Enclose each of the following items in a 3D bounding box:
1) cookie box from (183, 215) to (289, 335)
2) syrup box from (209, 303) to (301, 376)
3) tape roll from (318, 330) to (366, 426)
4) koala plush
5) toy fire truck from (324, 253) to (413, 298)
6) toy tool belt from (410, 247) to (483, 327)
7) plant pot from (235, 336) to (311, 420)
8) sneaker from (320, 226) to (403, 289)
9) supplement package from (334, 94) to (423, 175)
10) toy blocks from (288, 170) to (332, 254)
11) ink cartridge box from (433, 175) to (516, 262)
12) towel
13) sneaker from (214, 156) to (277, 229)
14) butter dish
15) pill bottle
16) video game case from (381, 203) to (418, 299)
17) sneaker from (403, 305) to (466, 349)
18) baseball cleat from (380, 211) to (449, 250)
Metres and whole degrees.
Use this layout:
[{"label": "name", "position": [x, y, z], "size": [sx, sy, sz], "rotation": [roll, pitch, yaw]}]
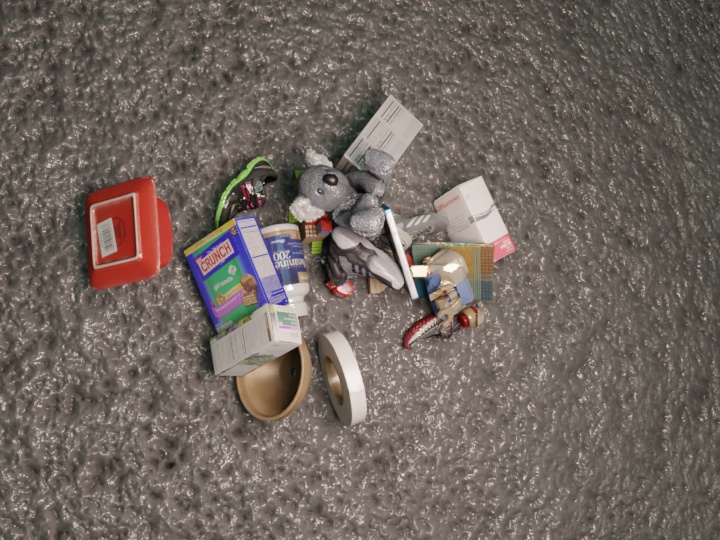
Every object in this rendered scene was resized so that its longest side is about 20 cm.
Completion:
[{"label": "cookie box", "position": [-0.266, 0.013, 1.196], "size": [0.075, 0.168, 0.205], "rotation": [-18, 84, -60]}, {"label": "syrup box", "position": [-0.216, 0.145, 1.143], "size": [0.078, 0.198, 0.084], "rotation": [12, 54, -49]}, {"label": "tape roll", "position": [-0.042, 0.233, 1.214], "size": [0.036, 0.202, 0.209], "rotation": [-14, 85, -18]}, {"label": "koala plush", "position": [-0.045, -0.160, 1.182], "size": [0.194, 0.184, 0.183], "rotation": [13, 79, -5]}, {"label": "toy fire truck", "position": [0.022, 0.006, 1.355], "size": [0.141, 0.049, 0.201], "rotation": [44, 72, -8]}, {"label": "toy tool belt", "position": [0.192, 0.059, 1.297], "size": [0.120, 0.124, 0.205], "rotation": [-26, 102, -15]}, {"label": "plant pot", "position": [-0.170, 0.217, 1.210], "size": [0.092, 0.196, 0.208], "rotation": [19, 71, -54]}, {"label": "sneaker", "position": [0.000, 0.000, 1.254], "size": [0.198, 0.115, 0.075], "rotation": [38, 27, 9]}, {"label": "supplement package", "position": [0.035, -0.285, 1.351], "size": [0.110, 0.155, 0.202], "rotation": [39, 72, -7]}, {"label": "toy blocks", "position": [-0.108, -0.153, 1.292], "size": [0.097, 0.136, 0.207], "rotation": [-3, 81, -18]}, {"label": "ink cartridge box", "position": [0.283, -0.114, 1.408], "size": [0.081, 0.146, 0.205], "rotation": [-25, 89, -22]}, {"label": "towel", "position": [0.223, 0.001, 1.355], "size": [0.193, 0.022, 0.151], "rotation": [1, 116, 12]}, {"label": "sneaker", "position": [-0.260, -0.170, 1.277], "size": [0.083, 0.077, 0.202], "rotation": [37, 73, -4]}, {"label": "butter dish", "position": [-0.458, -0.071, 1.167], "size": [0.194, 0.147, 0.207], "rotation": [-10, 83, 22]}, {"label": "pill bottle", "position": [-0.174, 0.007, 1.256], "size": [0.108, 0.111, 0.207], "rotation": [-10, 84, -19]}, {"label": "video game case", "position": [0.083, -0.047, 1.267], "size": [0.017, 0.143, 0.206], "rotation": [-19, 101, 0]}, {"label": "sneaker", "position": [0.191, 0.141, 1.371], "size": [0.196, 0.080, 0.076], "rotation": [-27, 91, -21]}, {"label": "baseball cleat", "position": [0.132, -0.094, 1.387], "size": [0.193, 0.071, 0.109], "rotation": [-1, 51, -9]}]
